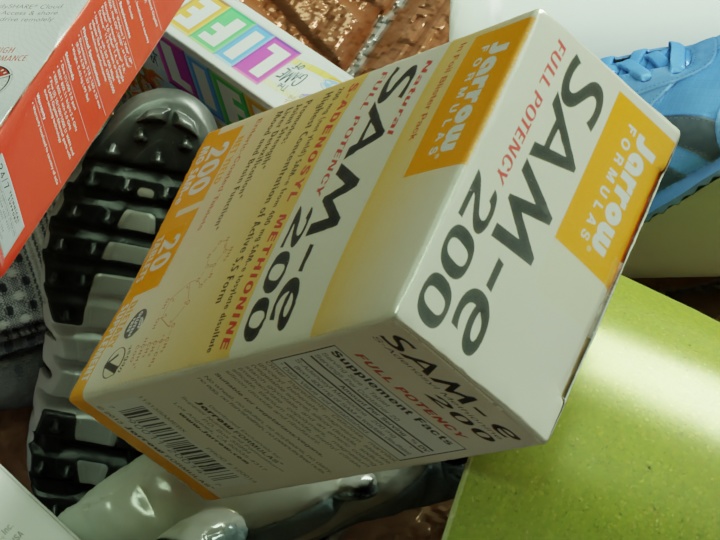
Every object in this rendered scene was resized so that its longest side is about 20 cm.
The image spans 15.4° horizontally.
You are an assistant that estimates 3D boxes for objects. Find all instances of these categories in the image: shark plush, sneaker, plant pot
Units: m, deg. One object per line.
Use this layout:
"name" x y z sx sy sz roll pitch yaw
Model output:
"shark plush" -0.025 0.081 1.044 0.200 0.083 0.091 -15 55 -24
"sneaker" 0.089 -0.054 0.994 0.200 0.079 0.066 -32 5 15
"plant pot" 0.139 0.113 0.928 0.200 0.187 0.187 18 53 12
"sneaker" -0.094 0.003 1.072 0.066 0.200 0.091 11 33 -4

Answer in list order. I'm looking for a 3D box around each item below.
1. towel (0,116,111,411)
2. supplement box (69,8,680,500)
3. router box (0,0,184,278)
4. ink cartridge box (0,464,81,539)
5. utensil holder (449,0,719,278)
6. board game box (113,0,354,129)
"towel" -0.194 -0.030 1.135 0.192 0.200 0.035 -16 5 -2
"supplement box" 0.000 0.000 0.906 0.200 0.074 0.126 -16 42 52
"router box" -0.192 -0.078 1.020 0.200 0.049 0.180 4 42 22
"ink cartridge box" -0.196 0.121 0.976 0.200 0.084 0.146 44 62 -2
"utensil holder" 0.146 -0.080 1.099 0.200 0.170 0.170 -1 47 10
"board game box" -0.042 -0.051 1.138 0.034 0.135 0.200 -36 49 -21
